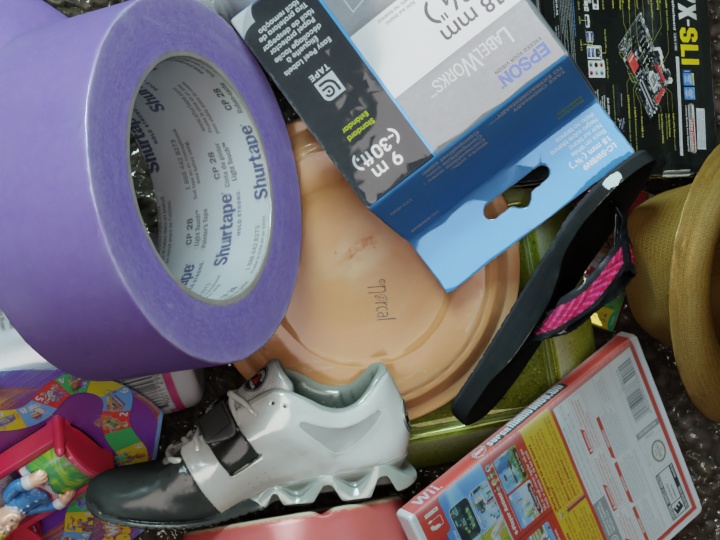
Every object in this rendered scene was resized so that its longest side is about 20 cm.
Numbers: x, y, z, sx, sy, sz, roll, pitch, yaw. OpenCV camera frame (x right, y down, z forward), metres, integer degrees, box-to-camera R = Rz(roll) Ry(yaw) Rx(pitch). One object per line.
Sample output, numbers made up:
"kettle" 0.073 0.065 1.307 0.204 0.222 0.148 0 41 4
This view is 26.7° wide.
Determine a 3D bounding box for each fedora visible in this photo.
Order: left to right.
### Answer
"fedora" 0.222 -0.001 0.964 0.081 0.200 0.202 11 91 39

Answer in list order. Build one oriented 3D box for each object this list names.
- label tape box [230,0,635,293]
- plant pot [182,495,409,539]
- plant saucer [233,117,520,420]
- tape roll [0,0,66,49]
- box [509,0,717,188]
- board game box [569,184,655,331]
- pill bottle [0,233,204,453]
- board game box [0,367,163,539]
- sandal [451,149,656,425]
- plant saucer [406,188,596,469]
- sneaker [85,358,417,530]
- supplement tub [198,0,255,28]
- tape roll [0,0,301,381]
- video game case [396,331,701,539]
"label tape box" 0.044 -0.106 0.870 0.144 0.063 0.201 -37 89 9
"plant pot" -0.028 0.239 0.938 0.199 0.200 0.179 -9 82 -2
"plant saucer" 0.000 0.000 0.937 0.198 0.032 0.202 0 100 1
"tape roll" -0.254 -0.084 0.904 0.085 0.200 0.201 33 90 -3
"box" 0.153 -0.155 0.961 0.159 0.049 0.202 -6 92 -39
"board game box" 0.089 -0.038 1.012 0.199 0.030 0.096 19 91 0
"pill bottle" -0.207 0.054 0.959 0.198 0.113 0.114 -15 91 -2
"board game box" -0.203 0.142 0.934 0.157 0.039 0.201 0 134 -17
"sandal" 0.127 0.019 0.915 0.045 0.075 0.201 37 105 22
"plant saucer" 0.051 0.033 0.981 0.198 0.048 0.201 -11 98 3
"sneaker" -0.069 0.097 0.908 0.198 0.074 0.089 -10 106 -10
"supplement tub" -0.042 -0.237 0.943 0.199 0.144 0.145 -29 92 -2
"tape roll" -0.118 -0.044 0.831 0.084 0.200 0.202 -10 92 29
"video game case" 0.125 0.152 0.960 0.199 0.017 0.144 -35 114 -25
